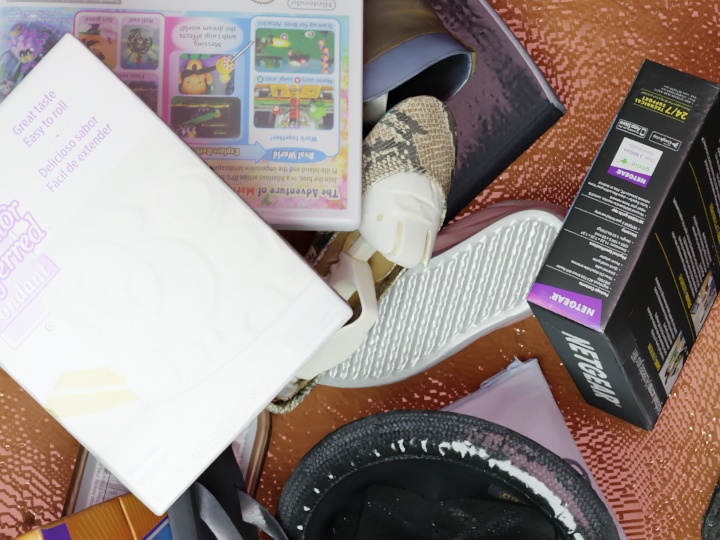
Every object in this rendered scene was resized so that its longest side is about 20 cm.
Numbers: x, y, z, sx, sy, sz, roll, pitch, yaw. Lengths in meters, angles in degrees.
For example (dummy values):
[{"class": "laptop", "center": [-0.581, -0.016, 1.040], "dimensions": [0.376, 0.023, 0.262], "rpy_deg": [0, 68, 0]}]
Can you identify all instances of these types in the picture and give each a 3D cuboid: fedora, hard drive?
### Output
[{"class": "fedora", "center": [0.054, 0.157, 0.947], "dimensions": [0.199, 0.092, 0.203], "rpy_deg": [3, 101, 17]}, {"class": "hard drive", "center": [0.023, -0.137, 1.047], "dimensions": [0.135, 0.042, 0.200], "rpy_deg": [-42, 88, -10]}]

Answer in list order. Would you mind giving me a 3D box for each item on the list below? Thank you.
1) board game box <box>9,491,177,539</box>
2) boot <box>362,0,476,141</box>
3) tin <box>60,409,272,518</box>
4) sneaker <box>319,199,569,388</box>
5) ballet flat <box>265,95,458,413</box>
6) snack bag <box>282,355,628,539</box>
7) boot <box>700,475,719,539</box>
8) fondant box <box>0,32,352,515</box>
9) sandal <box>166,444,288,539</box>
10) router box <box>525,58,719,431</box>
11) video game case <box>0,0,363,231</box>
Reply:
[{"class": "board game box", "center": [-0.172, 0.245, 0.862], "dimensions": [0.199, 0.200, 0.201], "rpy_deg": [-24, 85, 11]}, {"class": "boot", "center": [-0.030, -0.102, 0.948], "dimensions": [0.199, 0.075, 0.097], "rpy_deg": [-36, 54, -21]}, {"class": "tin", "center": [-0.118, 0.132, 0.996], "dimensions": [0.111, 0.042, 0.202], "rpy_deg": [13, 80, 0]}, {"class": "sneaker", "center": [0.051, 0.012, 1.021], "dimensions": [0.199, 0.105, 0.076], "rpy_deg": [-22, 91, 21]}, {"class": "ballet flat", "center": [0.000, 0.000, 0.943], "dimensions": [0.068, 0.075, 0.201], "rpy_deg": [26, 109, -27]}, {"class": "snack bag", "center": [0.067, 0.179, 1.016], "dimensions": [0.187, 0.021, 0.201], "rpy_deg": [-27, 86, -10]}, {"class": "boot", "center": [0.317, 0.118, 1.020], "dimensions": [0.209, 0.080, 0.159], "rpy_deg": [10, 74, 6]}, {"class": "fondant box", "center": [-0.123, 0.002, 0.859], "dimensions": [0.200, 0.058, 0.144], "rpy_deg": [44, 91, -3]}, {"class": "sandal", "center": [-0.068, 0.142, 0.906], "dimensions": [0.043, 0.076, 0.201], "rpy_deg": [-29, 69, 19]}, {"class": "router box", "center": [0.164, -0.007, 0.964], "dimensions": [0.051, 0.200, 0.150], "rpy_deg": [23, 78, 24]}, {"class": "video game case", "center": [-0.098, -0.114, 0.915], "dimensions": [0.198, 0.024, 0.184], "rpy_deg": [1, 79, -3]}]
